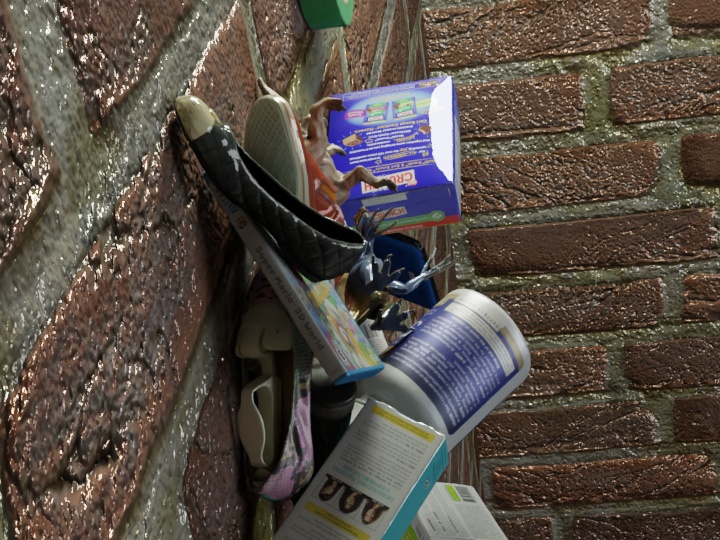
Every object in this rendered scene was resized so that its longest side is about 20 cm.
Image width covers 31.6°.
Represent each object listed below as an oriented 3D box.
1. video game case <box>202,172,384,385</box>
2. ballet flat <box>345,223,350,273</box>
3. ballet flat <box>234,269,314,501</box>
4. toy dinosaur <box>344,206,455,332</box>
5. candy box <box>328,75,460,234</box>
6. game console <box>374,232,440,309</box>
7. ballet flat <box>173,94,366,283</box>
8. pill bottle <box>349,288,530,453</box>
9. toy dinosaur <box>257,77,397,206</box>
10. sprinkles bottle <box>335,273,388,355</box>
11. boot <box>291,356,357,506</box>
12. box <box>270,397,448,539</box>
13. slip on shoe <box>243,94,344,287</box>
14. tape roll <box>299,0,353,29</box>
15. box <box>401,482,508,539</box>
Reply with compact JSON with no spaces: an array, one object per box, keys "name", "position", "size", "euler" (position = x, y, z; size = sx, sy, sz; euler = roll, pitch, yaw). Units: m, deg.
[{"name":"video game case","position":[-0.053,0.005,1.073],"size":[0.201,0.018,0.143],"euler":[57,10,9]},{"name":"ballet flat","position":[-0.030,-0.010,1.441],"size":[0.201,0.068,0.070],"euler":[74,14,-46]},{"name":"ballet flat","position":[-0.078,0.093,1.078],"size":[0.071,0.068,0.203],"euler":[13,72,-60]},{"name":"toy dinosaur","position":[0.000,0.000,1.326],"size":[0.106,0.199,0.181],"euler":[62,-11,-19]},{"name":"candy box","position":[0.043,-0.143,1.611],"size":[0.078,0.167,0.202],"euler":[70,18,-45]},{"name":"game console","position":[0.042,-0.058,1.753],"size":[0.119,0.169,0.200],"euler":[-63,159,-18]},{"name":"ballet flat","position":[-0.073,-0.069,1.002],"size":[0.200,0.057,0.067],"euler":[46,16,-29]},{"name":"pill bottle","position":[0.065,0.122,1.270],"size":[0.199,0.119,0.121],"euler":[-39,137,-27]},{"name":"toy dinosaur","position":[-0.057,-0.088,1.263],"size":[0.136,0.085,0.201],"euler":[-45,122,-19]},{"name":"sprinkles bottle","position":[0.005,0.105,1.370],"size":[0.068,0.067,0.202],"euler":[59,10,-71]},{"name":"boot","position":[-0.052,0.137,1.202],"size":[0.201,0.068,0.176],"euler":[-111,-158,-52]},{"name":"box","position":[-0.009,0.211,1.073],"size":[0.201,0.082,0.049],"euler":[-53,153,-27]},{"name":"slip on shoe","position":[-0.055,-0.072,1.181],"size":[0.061,0.073,0.202],"euler":[-39,123,-36]},{"name":"tape roll","position":[-0.048,-0.399,1.561],"size":[0.200,0.047,0.204],"euler":[-5,90,-82]},{"name":"box","position":[0.071,0.349,1.410],"size":[0.113,0.100,0.202],"euler":[-126,-130,-59]}]
